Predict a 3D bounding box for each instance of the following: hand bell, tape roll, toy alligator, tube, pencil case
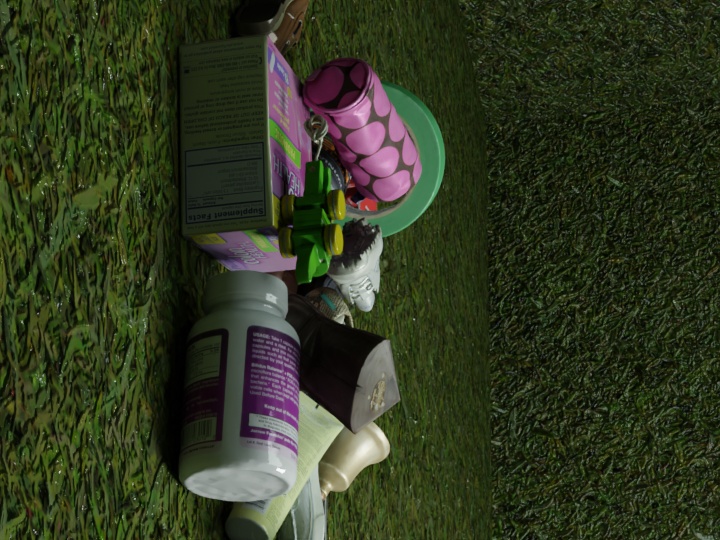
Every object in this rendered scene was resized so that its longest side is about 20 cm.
[{"bbox_3d":[-0.053,0.261,1.629,0.201,0.103,0.105,-60,148,-35],"label":"hand bell"},{"bbox_3d":[0.008,-0.143,1.843,0.048,0.198,0.203,-41,125,-76],"label":"tape roll"},{"bbox_3d":[-0.043,-0.062,1.421,0.054,0.059,0.202,69,20,-53],"label":"toy alligator"},{"bbox_3d":[-0.080,0.207,1.507,0.201,0.051,0.058,-62,142,-46],"label":"tube"},{"bbox_3d":[-0.001,-0.156,1.597,0.091,0.093,0.200,-47,148,-12],"label":"pencil case"}]

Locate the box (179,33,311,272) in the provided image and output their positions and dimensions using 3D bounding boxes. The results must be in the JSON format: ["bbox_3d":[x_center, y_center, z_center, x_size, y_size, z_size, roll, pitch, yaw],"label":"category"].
[{"bbox_3d":[-0.115,-0.115,1.485,0.176,0.096,0.202,47,40,-72],"label":"box"}]

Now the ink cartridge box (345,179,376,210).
[{"bbox_3d":[-0.021,-0.155,2.033,0.116,0.067,0.202,50,36,-69],"label":"ink cartridge box"}]

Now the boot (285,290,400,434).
[{"bbox_3d":[-0.047,0.129,1.413,0.064,0.199,0.188,3,106,-41],"label":"boot"}]

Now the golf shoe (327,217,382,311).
[{"bbox_3d":[0.000,0.000,1.600,0.200,0.078,0.098,-90,159,-82],"label":"golf shoe"}]

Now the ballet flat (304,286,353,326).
[{"bbox_3d":[-0.024,0.109,1.648,0.075,0.067,0.201,44,-25,43],"label":"ballet flat"}]

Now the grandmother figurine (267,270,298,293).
[{"bbox_3d":[-0.101,0.072,1.579,0.121,0.060,0.201,47,35,-32],"label":"grandmother figurine"}]

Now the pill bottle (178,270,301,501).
[{"bbox_3d":[-0.112,0.107,1.356,0.112,0.111,0.202,63,25,-61],"label":"pill bottle"}]

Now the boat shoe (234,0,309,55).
[{"bbox_3d":[-0.104,-0.299,1.712,0.200,0.071,0.069,-60,148,-55],"label":"boat shoe"}]

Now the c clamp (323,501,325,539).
[{"bbox_3d":[-0.059,0.300,1.741,0.171,0.027,0.202,60,27,-63],"label":"c clamp"}]

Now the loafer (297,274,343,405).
[{"bbox_3d":[-0.066,0.093,1.713,0.072,0.062,0.202,-9,111,-60],"label":"loafer"}]

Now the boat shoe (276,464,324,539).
[{"bbox_3d":[-0.085,0.240,1.558,0.070,0.071,0.203,-45,-138,52],"label":"boat shoe"}]

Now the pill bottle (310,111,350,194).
[{"bbox_3d":[-0.068,-0.105,1.687,0.200,0.105,0.107,-74,155,-62],"label":"pill bottle"}]
